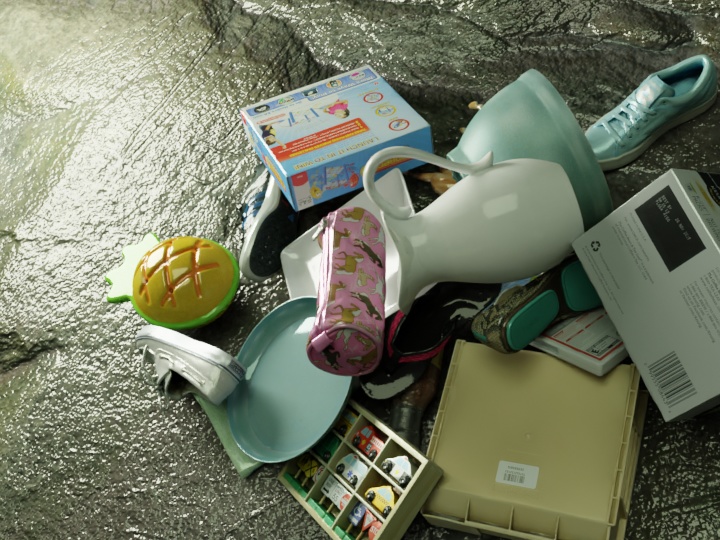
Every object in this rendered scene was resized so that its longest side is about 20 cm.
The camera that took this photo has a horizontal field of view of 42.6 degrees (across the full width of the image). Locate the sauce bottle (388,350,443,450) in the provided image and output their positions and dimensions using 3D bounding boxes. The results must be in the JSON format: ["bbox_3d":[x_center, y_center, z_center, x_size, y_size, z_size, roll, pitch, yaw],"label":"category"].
[{"bbox_3d":[0.061,0.110,1.070,0.066,0.066,0.200,1,60,21],"label":"sauce bottle"}]

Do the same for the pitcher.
[{"bbox_3d":[0.113,-0.063,0.943,0.200,0.172,0.121,-17,18,5],"label":"pitcher"}]

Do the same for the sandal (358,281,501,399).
[{"bbox_3d":[0.069,0.061,1.006,0.200,0.045,0.075,-45,83,8],"label":"sandal"}]

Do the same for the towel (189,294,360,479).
[{"bbox_3d":[-0.099,0.137,1.138,0.200,0.023,0.153,-36,56,-4],"label":"towel"}]

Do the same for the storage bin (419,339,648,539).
[{"bbox_3d":[0.182,0.187,0.965,0.200,0.094,0.199,7,64,22],"label":"storage bin"}]

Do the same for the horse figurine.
[{"bbox_3d":[0.141,-0.141,1.201,0.200,0.050,0.133,-38,50,-1],"label":"horse figurine"}]

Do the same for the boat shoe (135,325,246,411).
[{"bbox_3d":[-0.229,0.130,1.141,0.202,0.075,0.086,13,62,41],"label":"boat shoe"}]

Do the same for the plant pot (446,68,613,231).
[{"bbox_3d":[0.184,-0.113,1.077,0.134,0.200,0.200,-27,55,3],"label":"plant pot"}]

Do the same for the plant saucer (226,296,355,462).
[{"bbox_3d":[-0.077,0.127,1.075,0.200,0.027,0.200,-22,54,34],"label":"plant saucer"}]

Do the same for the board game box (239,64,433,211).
[{"bbox_3d":[-0.034,-0.182,1.229,0.200,0.056,0.196,-21,42,-12],"label":"board game box"}]

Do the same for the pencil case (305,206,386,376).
[{"bbox_3d":[-0.014,0.021,1.016,0.086,0.083,0.200,5,46,-4],"label":"pencil case"}]

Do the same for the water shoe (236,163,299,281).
[{"bbox_3d":[-0.131,-0.067,1.254,0.079,0.072,0.200,-10,50,37],"label":"water shoe"}]

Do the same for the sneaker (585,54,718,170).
[{"bbox_3d":[0.349,-0.203,1.142,0.200,0.082,0.074,-35,54,-2],"label":"sneaker"}]

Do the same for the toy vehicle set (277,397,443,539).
[{"bbox_3d":[-0.006,0.219,0.991,0.124,0.027,0.200,-57,33,-4],"label":"toy vehicle set"}]

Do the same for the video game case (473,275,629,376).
[{"bbox_3d":[0.223,0.042,1.018,0.143,0.017,0.200,-28,36,-33],"label":"video game case"}]

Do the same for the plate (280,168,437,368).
[{"bbox_3d":[0.000,0.000,1.127,0.199,0.032,0.200,-34,46,18],"label":"plate"}]

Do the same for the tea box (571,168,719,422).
[{"bbox_3d":[0.347,0.022,0.899,0.134,0.197,0.200,-42,61,40],"label":"tea box"}]

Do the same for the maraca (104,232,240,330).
[{"bbox_3d":[-0.248,0.011,1.215,0.200,0.107,0.137,14,59,27],"label":"maraca"}]

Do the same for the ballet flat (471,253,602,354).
[{"bbox_3d":[0.196,0.024,0.977,0.200,0.068,0.075,-27,24,-27],"label":"ballet flat"}]
